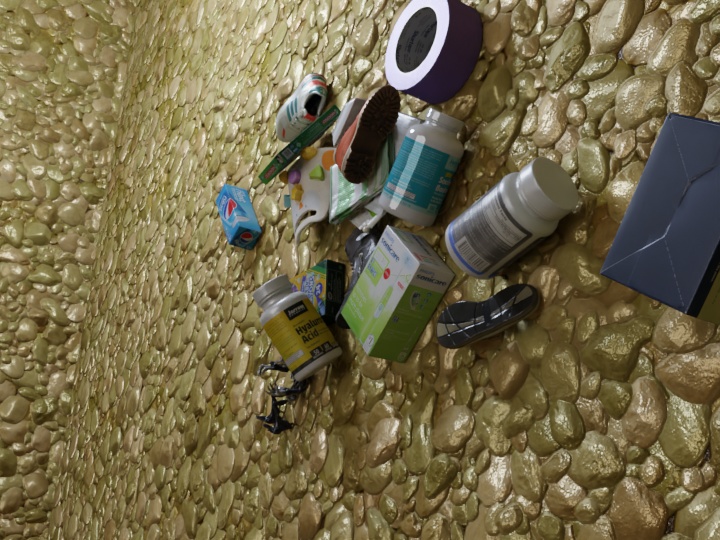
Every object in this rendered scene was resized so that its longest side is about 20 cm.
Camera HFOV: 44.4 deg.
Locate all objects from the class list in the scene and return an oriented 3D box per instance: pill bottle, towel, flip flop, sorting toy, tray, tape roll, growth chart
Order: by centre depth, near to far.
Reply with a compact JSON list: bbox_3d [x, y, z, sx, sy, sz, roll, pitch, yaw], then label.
[{"bbox_3d":[0.234,-0.080,1.371,0.200,0.114,0.114,-41,44,41],"label":"pill bottle"},{"bbox_3d":[0.205,0.079,1.411,0.200,0.058,0.081,-26,50,33],"label":"flip flop"},{"bbox_3d":[0.118,-0.189,1.603,0.111,0.111,0.200,40,111,56],"label":"pill bottle"},{"bbox_3d":[0.139,-0.429,1.701,0.200,0.085,0.200,-28,55,50],"label":"tape roll"},{"bbox_3d":[-0.001,-0.195,1.778,0.200,0.023,0.153,-34,47,46],"label":"towel"},{"bbox_3d":[-0.133,0.113,1.783,0.111,0.111,0.200,-40,80,42],"label":"pill bottle"},{"bbox_3d":[0.018,-0.148,1.796,0.145,0.018,0.200,-53,29,0],"label":"growth chart"},{"bbox_3d":[-0.022,-0.314,1.850,0.200,0.022,0.108,-45,-21,-77],"label":"tray"},{"bbox_3d":[-0.109,-0.156,1.936,0.200,0.107,0.180,-40,40,43],"label":"sorting toy"}]

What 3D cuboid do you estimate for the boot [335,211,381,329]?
[{"bbox_3d":[0.000,0.000,1.763,0.200,0.069,0.174,-56,31,21],"label":"boot"}]

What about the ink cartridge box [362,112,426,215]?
[{"bbox_3d":[0.059,-0.216,1.762,0.163,0.057,0.200,35,109,57],"label":"ink cartridge box"}]

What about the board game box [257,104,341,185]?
[{"bbox_3d":[-0.136,-0.283,1.990,0.200,0.029,0.135,-46,5,-31],"label":"board game box"}]

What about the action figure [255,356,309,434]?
[{"bbox_3d":[-0.164,0.242,1.870,0.119,0.102,0.200,-137,65,-68],"label":"action figure"}]

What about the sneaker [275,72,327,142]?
[{"bbox_3d":[-0.143,-0.377,2.130,0.200,0.070,0.093,-51,33,29],"label":"sneaker"}]

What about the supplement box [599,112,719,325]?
[{"bbox_3d":[0.415,-0.042,0.986,0.134,0.200,0.200,35,107,57],"label":"supplement box"}]

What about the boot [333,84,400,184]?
[{"bbox_3d":[0.006,-0.279,1.734,0.200,0.075,0.107,-62,27,13],"label":"boot"}]

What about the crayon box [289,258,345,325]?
[{"bbox_3d":[-0.110,0.068,1.905,0.200,0.052,0.126,-29,54,50],"label":"crayon box"}]

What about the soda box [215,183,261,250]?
[{"bbox_3d":[-0.321,-0.141,2.310,0.064,0.068,0.200,-58,35,26],"label":"soda box"}]

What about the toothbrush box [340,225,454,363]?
[{"bbox_3d":[0.064,0.044,1.612,0.200,0.086,0.146,-60,35,19],"label":"toothbrush box"}]
